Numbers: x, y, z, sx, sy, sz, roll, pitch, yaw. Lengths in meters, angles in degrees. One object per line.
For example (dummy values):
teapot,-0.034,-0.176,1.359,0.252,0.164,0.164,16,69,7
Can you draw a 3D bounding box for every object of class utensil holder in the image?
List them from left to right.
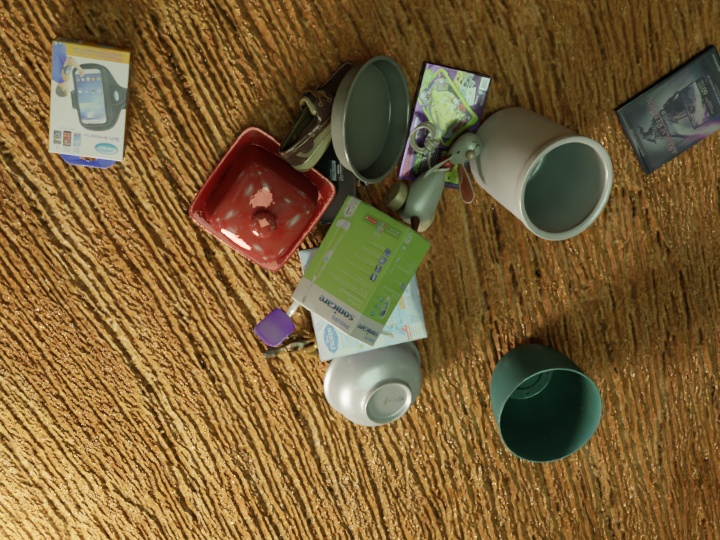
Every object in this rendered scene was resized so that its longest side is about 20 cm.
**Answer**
utensil holder,0.292,-0.168,1.421,0.168,0.200,0.172,-8,118,-16

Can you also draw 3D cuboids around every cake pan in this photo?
cake pan,0.016,-0.243,1.382,0.036,0.200,0.203,13,119,32

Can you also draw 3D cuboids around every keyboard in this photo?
keyboard,-0.028,-0.176,1.479,0.103,0.040,0.202,6,116,14

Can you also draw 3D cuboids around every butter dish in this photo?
butter dish,-0.161,-0.097,1.419,0.199,0.148,0.201,35,105,-18

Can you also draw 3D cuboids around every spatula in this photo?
spatula,-0.109,0.054,1.557,0.057,0.021,0.200,44,98,13

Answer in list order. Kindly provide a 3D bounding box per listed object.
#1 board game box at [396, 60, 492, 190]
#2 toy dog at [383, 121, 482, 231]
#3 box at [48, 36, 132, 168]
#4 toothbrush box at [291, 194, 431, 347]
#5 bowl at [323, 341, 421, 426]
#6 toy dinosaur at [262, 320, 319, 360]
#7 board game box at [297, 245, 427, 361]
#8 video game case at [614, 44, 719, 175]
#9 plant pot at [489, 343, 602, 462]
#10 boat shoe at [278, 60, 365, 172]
board game box,0.141,-0.245,1.470,0.118,0.032,0.202,8,112,-16
toy dog,0.124,-0.138,1.442,0.130,0.097,0.201,12,126,-17
box,-0.430,-0.259,1.366,0.117,0.042,0.202,5,110,-11
toothbrush box,0.000,0.000,1.428,0.201,0.145,0.086,-60,144,-1
bowl,0.037,0.221,1.601,0.199,0.091,0.203,-11,125,-16
toy dinosaur,-0.081,0.141,1.600,0.197,0.061,0.107,8,139,-9
board game box,0.004,0.041,1.532,0.197,0.041,0.203,-11,96,-6
video game case,0.566,-0.283,1.528,0.199,0.019,0.143,-34,114,5
plant pot,0.337,0.234,1.639,0.198,0.161,0.203,-3,115,-7
boat shoe,-0.065,-0.259,1.383,0.201,0.072,0.072,-55,138,2
